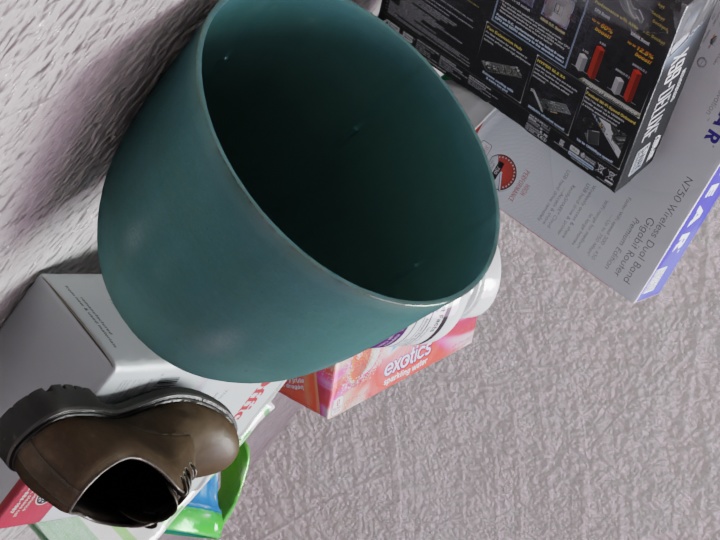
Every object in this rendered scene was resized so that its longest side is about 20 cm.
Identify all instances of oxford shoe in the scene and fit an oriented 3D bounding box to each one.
[{"bbox_3d":[-0.127,0.117,1.126,0.073,0.084,0.200,-52,156,20],"label":"oxford shoe"}]

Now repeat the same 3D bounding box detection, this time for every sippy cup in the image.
[{"bbox_3d":[-0.167,0.137,1.505,0.178,0.139,0.131,60,38,-77],"label":"sippy cup"}]

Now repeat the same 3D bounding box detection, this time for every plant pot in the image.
[{"bbox_3d":[-0.051,-0.032,1.056,0.161,0.201,0.201,-38,-177,39],"label":"plant pot"}]

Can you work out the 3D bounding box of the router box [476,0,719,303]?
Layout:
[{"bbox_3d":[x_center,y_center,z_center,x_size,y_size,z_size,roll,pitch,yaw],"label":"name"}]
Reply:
[{"bbox_3d":[0.165,-0.112,1.254,0.049,0.179,0.200,-14,136,-61],"label":"router box"}]

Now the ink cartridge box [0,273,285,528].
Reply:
[{"bbox_3d":[-0.154,0.080,1.230,0.146,0.083,0.200,-51,156,21],"label":"ink cartridge box"}]

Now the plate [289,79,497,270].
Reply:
[{"bbox_3d":[-0.034,-0.072,1.256,0.200,0.032,0.200,5,-140,45],"label":"plate"}]

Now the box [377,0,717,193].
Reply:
[{"bbox_3d":[0.110,-0.165,1.179,0.050,0.200,0.158,-39,156,-36],"label":"box"}]

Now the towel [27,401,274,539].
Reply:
[{"bbox_3d":[-0.168,0.118,1.405,0.200,0.153,0.023,-47,-156,-23],"label":"towel"}]

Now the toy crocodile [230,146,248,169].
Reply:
[{"bbox_3d":[-0.044,-0.114,1.229,0.067,0.062,0.200,-2,-148,38],"label":"toy crocodile"}]

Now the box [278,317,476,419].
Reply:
[{"bbox_3d":[0.007,0.026,1.537,0.200,0.094,0.103,-23,131,-48],"label":"box"}]

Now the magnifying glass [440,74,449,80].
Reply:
[{"bbox_3d":[0.047,-0.120,1.370,0.200,0.022,0.080,-35,177,-38],"label":"magnifying glass"}]

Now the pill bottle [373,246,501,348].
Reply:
[{"bbox_3d":[0.000,0.000,1.370,0.199,0.113,0.113,-3,145,-36],"label":"pill bottle"}]
